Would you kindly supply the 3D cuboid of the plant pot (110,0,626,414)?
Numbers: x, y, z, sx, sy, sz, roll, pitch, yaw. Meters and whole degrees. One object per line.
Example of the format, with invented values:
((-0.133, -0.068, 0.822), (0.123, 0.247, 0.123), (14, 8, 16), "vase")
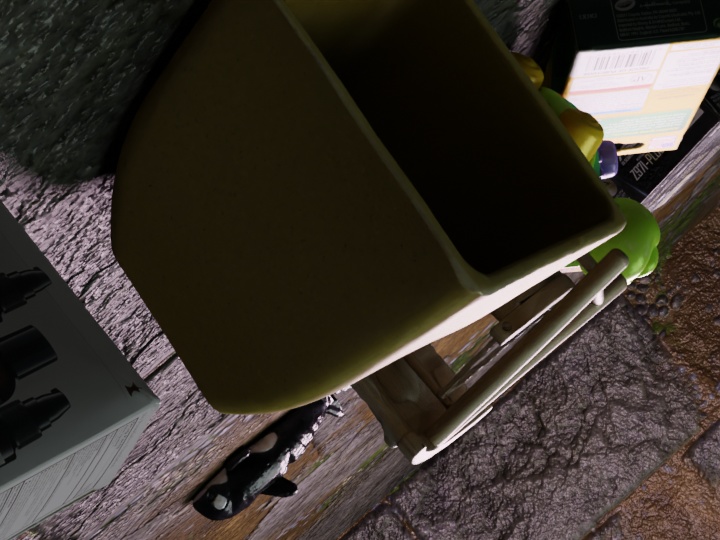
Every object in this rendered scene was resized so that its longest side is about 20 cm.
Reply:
((-0.016, -0.031, 0.799), (0.200, 0.196, 0.194), (-41, 169, 31), "plant pot")

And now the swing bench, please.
((0.048, -0.004, 1.035), (0.200, 0.199, 0.130), (-41, 168, 2), "swing bench")

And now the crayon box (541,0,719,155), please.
((0.217, -0.157, 1.224), (0.124, 0.052, 0.200), (-6, 159, -4), "crayon box")

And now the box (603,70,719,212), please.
((0.354, -0.153, 1.714), (0.163, 0.086, 0.200), (-26, 160, -50), "box")

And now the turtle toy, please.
((0.146, -0.063, 1.151), (0.101, 0.200, 0.146), (6, 125, -47), "turtle toy")

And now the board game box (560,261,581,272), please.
((0.121, -0.042, 1.267), (0.199, 0.097, 0.030), (-3, 165, -45), "board game box")

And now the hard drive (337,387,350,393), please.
((0.055, 0.023, 1.337), (0.139, 0.038, 0.200), (-26, 159, -45), "hard drive")

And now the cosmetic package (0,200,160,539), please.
((-0.149, -0.013, 0.411), (0.082, 0.200, 0.051), (-27, 161, -47), "cosmetic package")

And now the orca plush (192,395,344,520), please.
((-0.090, 0.222, 1.678), (0.199, 0.071, 0.105), (-36, 166, -24), "orca plush")
